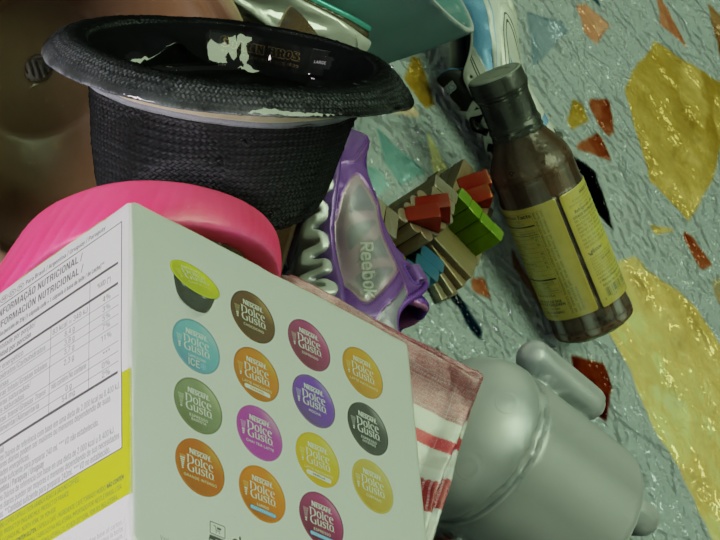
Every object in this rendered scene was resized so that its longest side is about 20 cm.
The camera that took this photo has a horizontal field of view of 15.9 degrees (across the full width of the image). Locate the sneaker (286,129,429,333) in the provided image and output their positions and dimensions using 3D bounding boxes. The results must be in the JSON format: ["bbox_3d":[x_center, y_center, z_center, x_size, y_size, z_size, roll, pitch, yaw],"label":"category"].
[{"bbox_3d":[0.000,0.000,1.619,0.088,0.081,0.200,8,55,-8],"label":"sneaker"}]

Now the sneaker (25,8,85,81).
[{"bbox_3d":[-0.137,-0.136,1.583,0.200,0.075,0.085,31,36,-40],"label":"sneaker"}]

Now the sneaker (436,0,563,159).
[{"bbox_3d":[0.098,-0.118,1.886,0.072,0.072,0.200,-18,85,-16],"label":"sneaker"}]

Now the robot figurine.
[{"bbox_3d":[0.099,0.131,1.634,0.200,0.113,0.170,39,62,-28],"label":"robot figurine"}]

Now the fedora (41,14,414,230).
[{"bbox_3d":[-0.073,-0.073,1.360,0.200,0.200,0.092,-16,120,-55],"label":"fedora"}]

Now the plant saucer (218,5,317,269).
[{"bbox_3d":[-0.051,-0.056,1.533,0.032,0.200,0.200,15,42,2],"label":"plant saucer"}]

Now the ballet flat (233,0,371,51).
[{"bbox_3d":[-0.084,-0.170,1.598,0.200,0.069,0.070,30,42,-23],"label":"ballet flat"}]

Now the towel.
[{"bbox_3d":[-0.013,0.117,1.505,0.144,0.023,0.200,27,63,-19],"label":"towel"}]

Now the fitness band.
[{"bbox_3d":[-0.123,0.022,1.360,0.143,0.200,0.037,11,53,-23],"label":"fitness band"}]

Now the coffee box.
[{"bbox_3d":[-0.106,0.122,1.302,0.200,0.200,0.198,29,43,-37],"label":"coffee box"}]

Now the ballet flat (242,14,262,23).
[{"bbox_3d":[-0.100,-0.162,1.648,0.200,0.064,0.076,42,16,-24],"label":"ballet flat"}]

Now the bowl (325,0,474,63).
[{"bbox_3d":[-0.025,-0.208,1.721,0.201,0.105,0.201,51,11,-14],"label":"bowl"}]

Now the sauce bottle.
[{"bbox_3d":[0.132,-0.049,1.821,0.065,0.065,0.200,-43,116,-56],"label":"sauce bottle"}]

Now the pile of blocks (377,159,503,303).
[{"bbox_3d":[0.051,-0.024,1.741,0.082,0.062,0.200,60,34,2],"label":"pile of blocks"}]

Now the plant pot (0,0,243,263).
[{"bbox_3d":[-0.169,-0.104,1.460,0.201,0.201,0.093,30,3,-35],"label":"plant pot"}]
